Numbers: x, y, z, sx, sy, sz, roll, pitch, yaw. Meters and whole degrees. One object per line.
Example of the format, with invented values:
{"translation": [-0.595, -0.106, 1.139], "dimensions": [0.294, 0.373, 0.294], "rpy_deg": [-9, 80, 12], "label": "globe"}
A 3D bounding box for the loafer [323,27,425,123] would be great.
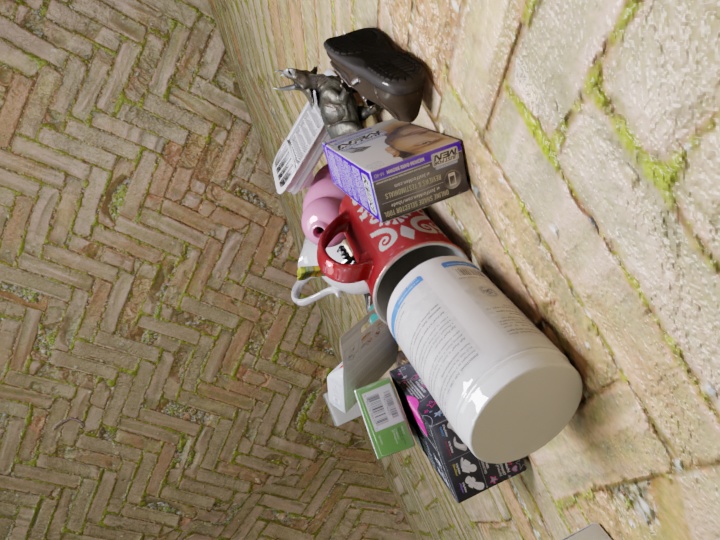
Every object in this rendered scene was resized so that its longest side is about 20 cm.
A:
{"translation": [0.011, -0.232, 0.687], "dimensions": [0.200, 0.072, 0.072], "rpy_deg": [-122, 16, -46], "label": "loafer"}

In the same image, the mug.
{"translation": [0.033, -0.044, 0.769], "dimensions": [0.177, 0.134, 0.200], "rpy_deg": [28, -158, -35], "label": "mug"}

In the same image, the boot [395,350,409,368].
{"translation": [0.094, 0.196, 1.068], "dimensions": [0.186, 0.064, 0.200], "rpy_deg": [38, 168, 45], "label": "boot"}

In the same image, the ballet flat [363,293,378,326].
{"translation": [0.040, 0.058, 1.214], "dimensions": [0.068, 0.067, 0.202], "rpy_deg": [-145, 43, -90], "label": "ballet flat"}

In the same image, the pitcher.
{"translation": [-0.046, 0.002, 1.129], "dimensions": [0.199, 0.173, 0.121], "rpy_deg": [11, 164, 45], "label": "pitcher"}

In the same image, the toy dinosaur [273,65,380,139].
{"translation": [-0.023, -0.223, 0.818], "dimensions": [0.102, 0.077, 0.200], "rpy_deg": [-6, 130, 47], "label": "toy dinosaur"}

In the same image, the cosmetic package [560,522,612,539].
{"translation": [0.270, 0.394, 0.648], "dimensions": [0.104, 0.073, 0.201], "rpy_deg": [-127, 19, -55], "label": "cosmetic package"}

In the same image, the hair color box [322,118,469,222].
{"translation": [0.034, -0.128, 0.689], "dimensions": [0.200, 0.109, 0.065], "rpy_deg": [-131, 22, -61], "label": "hair color box"}

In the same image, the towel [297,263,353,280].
{"translation": [0.000, 0.000, 0.900], "dimensions": [0.086, 0.198, 0.018], "rpy_deg": [155, 112, -81], "label": "towel"}

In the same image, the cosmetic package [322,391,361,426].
{"translation": [-0.076, 0.642, 2.771], "dimensions": [0.200, 0.165, 0.168], "rpy_deg": [112, 135, -75], "label": "cosmetic package"}

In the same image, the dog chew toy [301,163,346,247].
{"translation": [-0.039, -0.103, 0.937], "dimensions": [0.200, 0.123, 0.125], "rpy_deg": [-63, -40, -58], "label": "dog chew toy"}

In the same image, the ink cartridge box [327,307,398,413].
{"translation": [0.006, 0.133, 1.012], "dimensions": [0.047, 0.160, 0.201], "rpy_deg": [28, 139, 30], "label": "ink cartridge box"}

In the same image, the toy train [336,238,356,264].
{"translation": [0.018, -0.031, 0.952], "dimensions": [0.034, 0.046, 0.200], "rpy_deg": [58, -160, 14], "label": "toy train"}

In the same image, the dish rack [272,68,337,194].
{"translation": [-0.077, -0.224, 0.945], "dimensions": [0.043, 0.201, 0.172], "rpy_deg": [25, -160, -24], "label": "dish rack"}

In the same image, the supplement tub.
{"translation": [0.122, 0.086, 0.613], "dimensions": [0.200, 0.131, 0.133], "rpy_deg": [-123, 14, -51], "label": "supplement tub"}

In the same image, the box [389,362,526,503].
{"translation": [0.139, 0.217, 0.852], "dimensions": [0.200, 0.114, 0.133], "rpy_deg": [-137, 26, -73], "label": "box"}

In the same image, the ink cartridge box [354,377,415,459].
{"translation": [0.039, 0.230, 0.918], "dimensions": [0.200, 0.059, 0.105], "rpy_deg": [78, 172, -78], "label": "ink cartridge box"}
